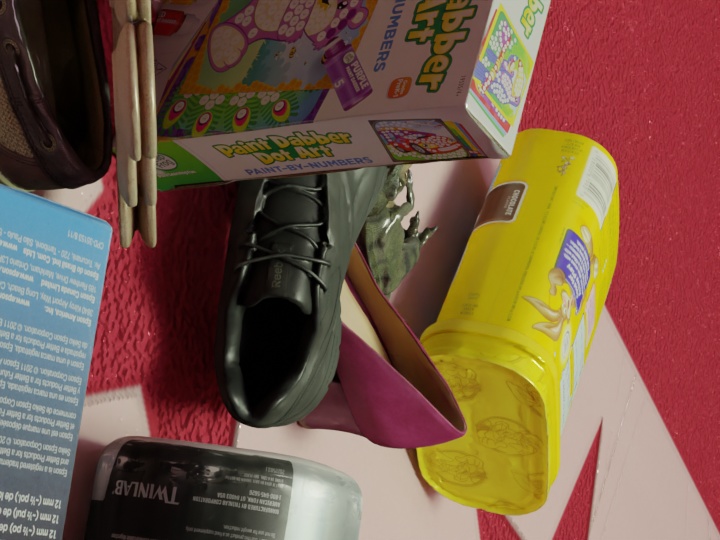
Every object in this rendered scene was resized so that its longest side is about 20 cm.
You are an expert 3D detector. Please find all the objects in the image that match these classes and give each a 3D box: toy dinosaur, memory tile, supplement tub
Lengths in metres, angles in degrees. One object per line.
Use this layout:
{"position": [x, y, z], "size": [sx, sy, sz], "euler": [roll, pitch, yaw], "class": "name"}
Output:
{"position": [0.015, -0.015, 1.031], "size": [0.201, 0.047, 0.088], "euler": [86, 11, -46], "class": "toy dinosaur"}
{"position": [-0.093, -0.121, 0.736], "size": [0.153, 0.017, 0.201], "euler": [110, -24, -72], "class": "memory tile"}
{"position": [-0.070, 0.180, 0.803], "size": [0.122, 0.122, 0.201], "euler": [27, 69, -60], "class": "supplement tub"}

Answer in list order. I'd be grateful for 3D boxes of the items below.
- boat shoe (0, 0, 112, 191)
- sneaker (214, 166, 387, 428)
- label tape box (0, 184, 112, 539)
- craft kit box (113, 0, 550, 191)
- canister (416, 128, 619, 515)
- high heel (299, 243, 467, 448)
{"position": [-0.131, -0.129, 0.720], "size": [0.072, 0.066, 0.202], "euler": [-30, 119, -59], "class": "boat shoe"}
{"position": [-0.030, -0.019, 0.872], "size": [0.091, 0.075, 0.201], "euler": [-53, 149, -84], "class": "sneaker"}
{"position": [-0.168, 0.064, 0.669], "size": [0.143, 0.066, 0.201], "euler": [23, 75, -61], "class": "label tape box"}
{"position": [-0.001, -0.136, 0.827], "size": [0.049, 0.196, 0.201], "euler": [44, 53, -46], "class": "craft kit box"}
{"position": [0.102, 0.028, 1.146], "size": [0.149, 0.086, 0.201], "euler": [82, 25, -46], "class": "canister"}
{"position": [0.000, 0.000, 0.951], "size": [0.067, 0.096, 0.201], "euler": [-51, 135, -48], "class": "high heel"}
